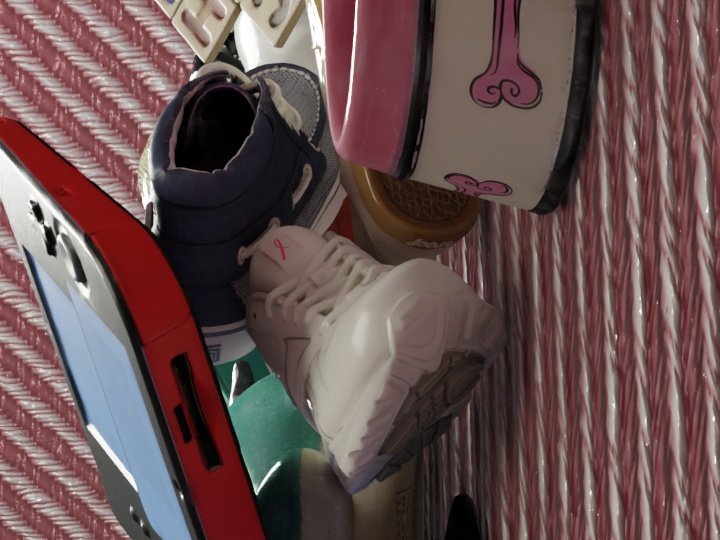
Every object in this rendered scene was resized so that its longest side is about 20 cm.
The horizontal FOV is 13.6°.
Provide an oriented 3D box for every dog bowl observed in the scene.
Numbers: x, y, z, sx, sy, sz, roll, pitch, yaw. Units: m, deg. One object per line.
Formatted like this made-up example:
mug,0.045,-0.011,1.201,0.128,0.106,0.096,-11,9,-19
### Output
dog bowl,0.028,-0.119,0.986,0.200,0.073,0.202,180,90,-85

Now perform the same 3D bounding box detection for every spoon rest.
spoon rest,-0.006,-0.101,1.394,0.061,0.099,0.200,-51,10,-8

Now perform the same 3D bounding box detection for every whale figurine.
whale figurine,-0.029,0.106,1.295,0.200,0.103,0.160,-21,-68,-81

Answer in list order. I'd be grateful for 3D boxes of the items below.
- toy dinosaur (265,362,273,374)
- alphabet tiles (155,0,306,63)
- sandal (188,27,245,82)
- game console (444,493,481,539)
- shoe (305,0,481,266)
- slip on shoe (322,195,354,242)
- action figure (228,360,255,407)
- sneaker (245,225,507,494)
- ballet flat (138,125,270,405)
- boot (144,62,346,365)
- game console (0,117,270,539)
toy dinosaur,-0.051,0.012,1.458,0.201,0.047,0.088,63,177,-38
alphabet tiles,-0.064,-0.200,1.374,0.200,0.006,0.167,51,121,35
sandal,-0.045,-0.068,1.510,0.201,0.048,0.075,61,142,21
game console,-0.006,0.211,1.143,0.200,0.175,0.117,-96,-20,-55
shoe,0.009,-0.089,1.215,0.053,0.069,0.201,116,153,-59
slip on shoe,0.000,0.000,1.402,0.200,0.061,0.074,75,171,-57
action figure,-0.083,0.149,1.426,0.105,0.199,0.194,62,-141,-49
sneaker,-0.007,0.024,1.133,0.099,0.078,0.200,50,166,7
ballet flat,-0.076,0.014,1.585,0.075,0.067,0.201,-50,50,51
boot,-0.044,-0.053,1.240,0.200,0.072,0.091,-75,-9,-55
game console,-0.092,0.050,1.196,0.177,0.031,0.201,35,146,56
